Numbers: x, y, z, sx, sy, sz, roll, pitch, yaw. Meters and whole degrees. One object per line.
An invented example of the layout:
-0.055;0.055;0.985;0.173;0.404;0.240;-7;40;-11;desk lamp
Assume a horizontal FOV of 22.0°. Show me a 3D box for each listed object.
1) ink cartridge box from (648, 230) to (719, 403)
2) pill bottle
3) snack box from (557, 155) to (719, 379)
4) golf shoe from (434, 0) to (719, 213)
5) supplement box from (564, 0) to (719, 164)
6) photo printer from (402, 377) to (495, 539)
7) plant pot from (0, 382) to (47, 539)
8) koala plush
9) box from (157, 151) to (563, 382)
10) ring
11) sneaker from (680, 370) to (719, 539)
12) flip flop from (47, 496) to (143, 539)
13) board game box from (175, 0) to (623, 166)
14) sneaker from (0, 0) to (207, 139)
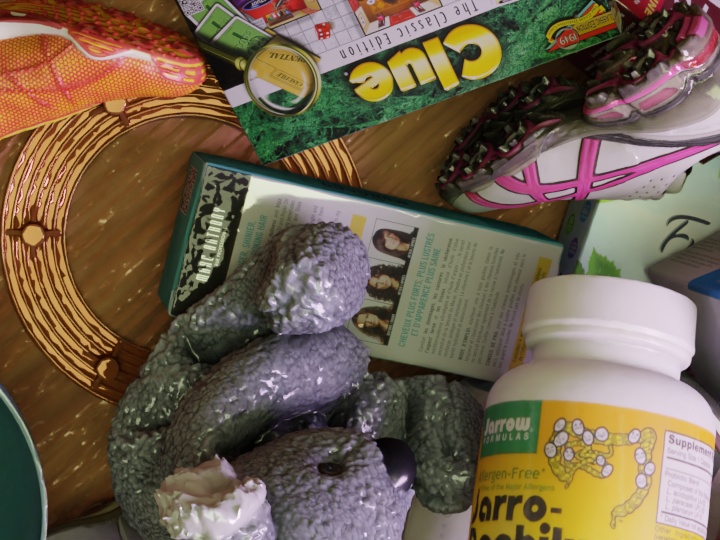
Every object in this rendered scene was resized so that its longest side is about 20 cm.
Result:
0.267;-0.004;0.934;0.200;0.146;0.086;-26;100;-6;ink cartridge box
0.110;0.109;0.885;0.113;0.113;0.200;12;76;-10;pill bottle
0.209;0.007;1.029;0.200;0.053;0.142;17;94;-11;snack box
0.121;-0.059;0.946;0.092;0.200;0.073;43;53;-21;golf shoe
0.136;-0.160;0.965;0.200;0.061;0.109;35;56;-13;supplement box
0.121;0.150;1.028;0.200;0.069;0.167;14;96;-11;photo printer
-0.257;0.107;0.930;0.200;0.135;0.200;-1;99;-8;plant pot
-0.034;0.113;0.878;0.184;0.200;0.177;-33;117;9;koala plush
0.000;0.000;0.979;0.200;0.049;0.082;13;98;-15;box
-0.093;-0.017;0.996;0.200;0.019;0.201;-1;98;-9;ring
0.169;0.156;0.964;0.115;0.076;0.200;-30;102;-3;sneaker
-0.124;0.149;1.002;0.200;0.058;0.081;-37;98;-17;flip flop
0.018;-0.130;0.918;0.200;0.023;0.105;-19;119;18;board game box
-0.179;-0.100;0.953;0.200;0.073;0.077;1;111;-1;sneaker
